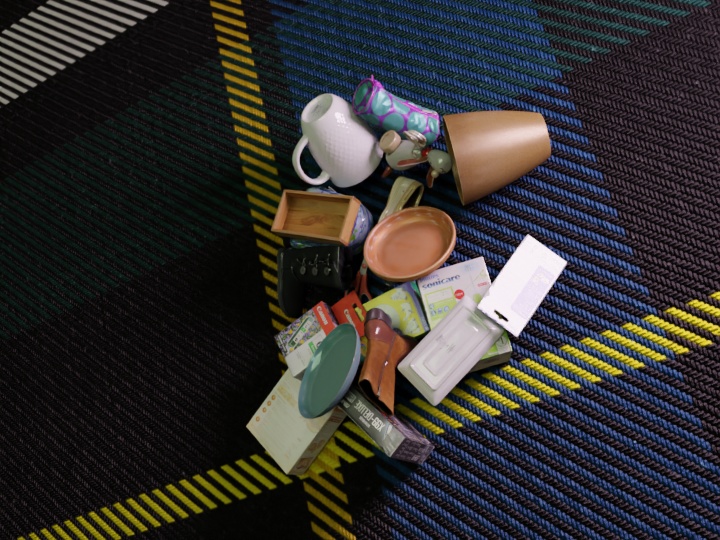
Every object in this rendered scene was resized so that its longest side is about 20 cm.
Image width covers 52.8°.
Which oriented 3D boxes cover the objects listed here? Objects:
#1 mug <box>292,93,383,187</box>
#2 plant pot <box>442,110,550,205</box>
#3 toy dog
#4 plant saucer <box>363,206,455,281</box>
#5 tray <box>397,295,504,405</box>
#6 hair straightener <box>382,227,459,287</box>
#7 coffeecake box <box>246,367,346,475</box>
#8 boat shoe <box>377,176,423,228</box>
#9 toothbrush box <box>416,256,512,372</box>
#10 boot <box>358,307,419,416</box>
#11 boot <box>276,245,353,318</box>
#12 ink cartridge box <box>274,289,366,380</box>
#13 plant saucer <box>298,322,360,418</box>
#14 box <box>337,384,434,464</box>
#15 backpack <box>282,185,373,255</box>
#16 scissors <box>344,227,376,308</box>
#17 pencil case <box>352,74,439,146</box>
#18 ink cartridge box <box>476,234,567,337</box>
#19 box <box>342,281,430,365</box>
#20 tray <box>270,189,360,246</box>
[{"bbox_3d":[-0.069,-0.283,1.632,0.200,0.176,0.147,-46,40,-6],"label":"mug"},{"bbox_3d":[0.284,-0.251,1.496,0.196,0.187,0.190,-14,70,7],"label":"plant pot"},{"bbox_3d":[0.105,-0.229,1.559,0.098,0.130,0.200,-61,19,1],"label":"toy dog"},{"bbox_3d":[0.103,-0.050,1.496,0.196,0.038,0.203,-14,44,14],"label":"plant saucer"},{"bbox_3d":[0.172,0.149,1.388,0.200,0.022,0.107,-45,69,-7],"label":"tray"},{"bbox_3d":[0.130,-0.031,1.558,0.198,0.077,0.041,-34,93,8],"label":"hair straightener"},{"bbox_3d":[-0.131,0.316,1.586,0.153,0.073,0.201,39,95,30],"label":"coffeecake box"},{"bbox_3d":[0.087,-0.110,1.597,0.068,0.073,0.204,12,81,33],"label":"boat shoe"},{"bbox_3d":[0.206,0.096,1.458,0.142,0.086,0.204,-15,68,3],"label":"toothbrush box"},{"bbox_3d":[0.068,0.197,1.424,0.067,0.189,0.202,-23,34,21],"label":"boot"},{"bbox_3d":[-0.097,0.027,1.610,0.197,0.065,0.169,0,102,37],"label":"boot"},{"bbox_3d":[-0.079,0.133,1.551,0.199,0.050,0.110,-37,60,9],"label":"ink cartridge box"},{"bbox_3d":[-0.057,0.200,1.421,0.200,0.027,0.202,-46,26,30],"label":"plant saucer"},{"bbox_3d":[0.051,0.305,1.430,0.157,0.200,0.050,40,90,28],"label":"box"},{"bbox_3d":[-0.069,-0.107,1.647,0.196,0.154,0.166,19,78,15],"label":"backpack"},{"bbox_3d":[0.000,0.000,1.596,0.072,0.014,0.205,10,108,24],"label":"scissors"},{"bbox_3d":[0.081,-0.348,1.598,0.093,0.197,0.086,-47,37,37],"label":"pencil case"},{"bbox_3d":[0.312,0.033,1.414,0.099,0.039,0.201,37,67,10],"label":"ink cartridge box"},{"bbox_3d":[0.048,0.117,1.562,0.197,0.048,0.119,-28,74,18],"label":"box"},{"bbox_3d":[-0.098,-0.116,1.572,0.197,0.037,0.101,9,77,36],"label":"tray"}]
